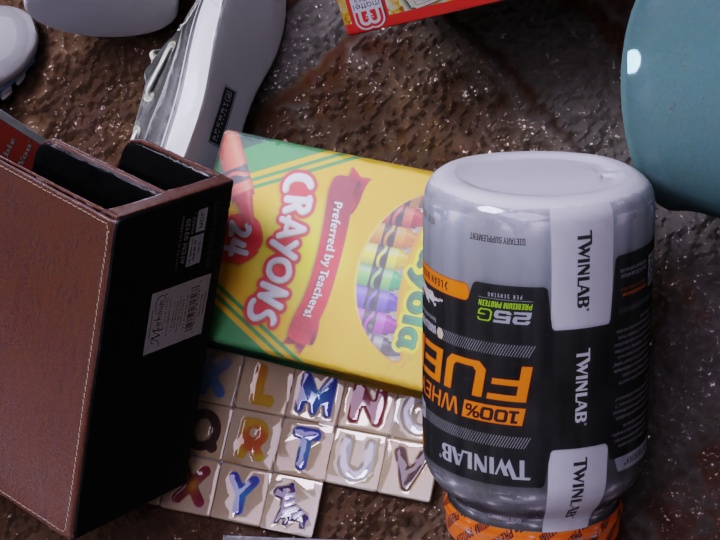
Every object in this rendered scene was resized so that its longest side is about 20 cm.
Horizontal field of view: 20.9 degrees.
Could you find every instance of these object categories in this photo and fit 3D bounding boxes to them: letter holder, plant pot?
[{"bbox_3d":[-0.170,0.024,1.115,0.142,0.100,0.200,25,118,29],"label":"letter holder"},{"bbox_3d":[0.247,-0.099,1.022,0.188,0.200,0.201,2,78,33],"label":"plant pot"}]

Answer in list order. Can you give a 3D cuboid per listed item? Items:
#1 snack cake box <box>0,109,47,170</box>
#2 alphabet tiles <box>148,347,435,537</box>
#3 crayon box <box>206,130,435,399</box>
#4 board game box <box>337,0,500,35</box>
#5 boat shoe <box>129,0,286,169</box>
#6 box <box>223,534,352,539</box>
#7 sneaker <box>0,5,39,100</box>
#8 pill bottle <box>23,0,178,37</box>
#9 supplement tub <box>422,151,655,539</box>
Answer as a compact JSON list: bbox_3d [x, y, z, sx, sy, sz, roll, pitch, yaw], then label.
[{"bbox_3d":[-0.269,-0.011,1.148,0.067,0.115,0.200,24,85,22],"label":"snack cake box"},{"bbox_3d":[-0.042,0.071,1.163,0.200,0.008,0.168,9,80,20],"label":"alphabet tiles"},{"bbox_3d":[0.000,0.000,1.136,0.200,0.051,0.127,12,82,19],"label":"crayon box"},{"bbox_3d":[0.092,-0.200,1.110,0.200,0.152,0.046,-11,114,15],"label":"board game box"},{"bbox_3d":[-0.103,-0.116,1.190,0.064,0.071,0.200,10,74,30],"label":"boat shoe"},{"bbox_3d":[0.017,0.231,1.085,0.199,0.050,0.158,0,78,17],"label":"box"},{"bbox_3d":[-0.291,-0.137,1.208,0.200,0.087,0.075,-18,61,-27],"label":"sneaker"},{"bbox_3d":[-0.158,-0.255,1.216,0.113,0.113,0.201,-5,76,16],"label":"pill bottle"},{"bbox_3d":[0.093,0.045,1.035,0.122,0.123,0.201,5,107,18],"label":"supplement tub"}]
